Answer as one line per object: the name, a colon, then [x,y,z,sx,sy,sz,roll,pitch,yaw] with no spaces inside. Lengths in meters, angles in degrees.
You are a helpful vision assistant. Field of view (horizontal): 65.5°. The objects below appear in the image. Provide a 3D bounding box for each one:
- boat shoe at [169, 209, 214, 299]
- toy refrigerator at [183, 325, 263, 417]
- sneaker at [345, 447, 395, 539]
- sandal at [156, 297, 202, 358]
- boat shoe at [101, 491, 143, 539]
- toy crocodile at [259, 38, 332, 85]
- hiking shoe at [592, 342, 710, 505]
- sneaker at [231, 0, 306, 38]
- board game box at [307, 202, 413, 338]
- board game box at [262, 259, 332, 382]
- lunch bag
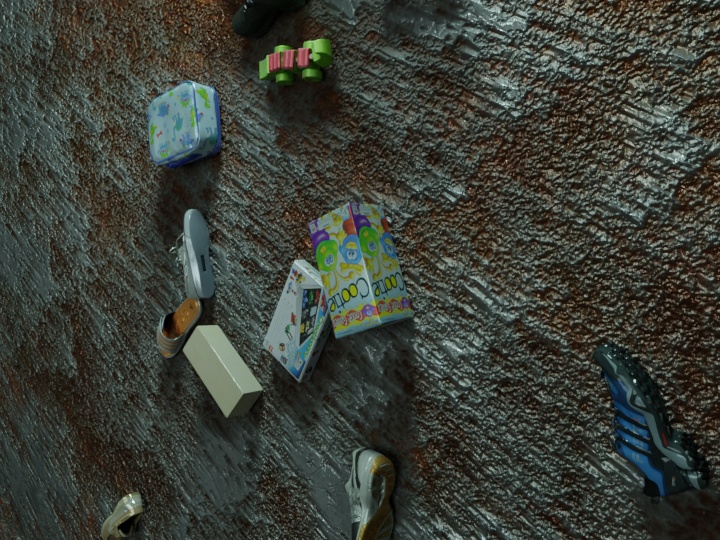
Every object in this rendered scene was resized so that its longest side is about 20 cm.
boat shoe: [-0.392,-0.034,1.282,0.085,0.074,0.206,-7,94,21]
toy refrigerator: [-0.303,0.218,1.233,0.200,0.070,0.076,46,111,26]
sneaker: [0.011,0.415,1.002,0.087,0.075,0.204,17,100,52]
sandal: [-0.453,0.132,1.351,0.207,0.059,0.080,-50,63,29]
boat shoe: [-0.648,0.694,1.527,0.069,0.073,0.201,49,119,32]
toy crocodile: [-0.127,-0.396,1.063,0.198,0.061,0.069,8,97,38]
hiking shoe: [0.346,0.192,0.710,0.086,0.074,0.202,-39,69,32]
sneaker: [-0.197,-0.526,1.094,0.198,0.090,0.077,-17,84,39]
board game box: [0.000,0.000,0.956,0.102,0.104,0.203,-21,80,36]
board game box: [-0.115,0.098,1.096,0.126,0.034,0.202,37,114,32]
lunch bag: [-0.402,-0.324,1.272,0.198,0.082,0.164,-9,86,38]
